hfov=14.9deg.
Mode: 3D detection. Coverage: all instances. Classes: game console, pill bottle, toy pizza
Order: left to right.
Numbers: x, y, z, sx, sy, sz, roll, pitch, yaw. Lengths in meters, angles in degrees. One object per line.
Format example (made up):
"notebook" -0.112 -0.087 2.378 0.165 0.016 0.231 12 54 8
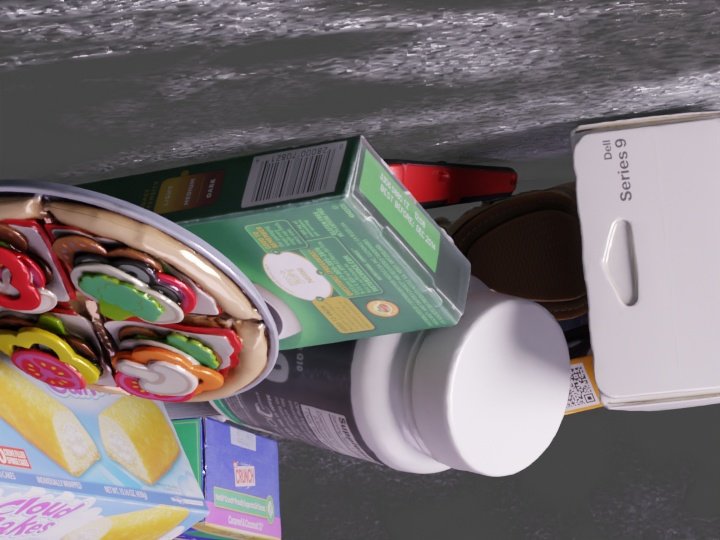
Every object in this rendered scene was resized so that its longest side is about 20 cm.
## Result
"toy pizza" -0.140 0.021 1.408 0.200 0.032 0.200 14 150 8
"game console" -0.036 -0.038 1.513 0.200 0.031 0.177 -7 -179 29
"pill bottle" 0.011 0.047 1.494 0.113 0.113 0.200 -1 -171 -44

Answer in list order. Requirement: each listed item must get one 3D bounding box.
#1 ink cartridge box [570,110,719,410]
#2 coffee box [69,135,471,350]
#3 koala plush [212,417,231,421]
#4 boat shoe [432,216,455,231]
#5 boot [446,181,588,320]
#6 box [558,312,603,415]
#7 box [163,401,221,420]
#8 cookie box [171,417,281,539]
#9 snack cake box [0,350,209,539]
"ink cartridge box" 0.172 -0.001 1.456 0.087 0.145 0.200 -7 175 14
"coffee box" -0.060 -0.007 1.412 0.200 0.044 0.123 -10 142 30
"koala plush" -0.169 0.094 1.965 0.177 0.184 0.200 -6 176 -10
"boat shoe" 0.040 0.001 1.800 0.075 0.068 0.200 -8 173 -1
"boot" 0.086 -0.016 1.627 0.200 0.077 0.155 -22 -168 -39
"box" 0.114 0.045 1.651 0.200 0.041 0.119 -13 -155 23
"box" -0.115 0.066 1.729 0.158 0.048 0.200 -7 180 17
"cookie box" -0.170 0.146 1.802 0.200 0.075 0.171 -6 169 14
"snack cake box" -0.183 0.095 1.529 0.067 0.115 0.200 -34 156 23
